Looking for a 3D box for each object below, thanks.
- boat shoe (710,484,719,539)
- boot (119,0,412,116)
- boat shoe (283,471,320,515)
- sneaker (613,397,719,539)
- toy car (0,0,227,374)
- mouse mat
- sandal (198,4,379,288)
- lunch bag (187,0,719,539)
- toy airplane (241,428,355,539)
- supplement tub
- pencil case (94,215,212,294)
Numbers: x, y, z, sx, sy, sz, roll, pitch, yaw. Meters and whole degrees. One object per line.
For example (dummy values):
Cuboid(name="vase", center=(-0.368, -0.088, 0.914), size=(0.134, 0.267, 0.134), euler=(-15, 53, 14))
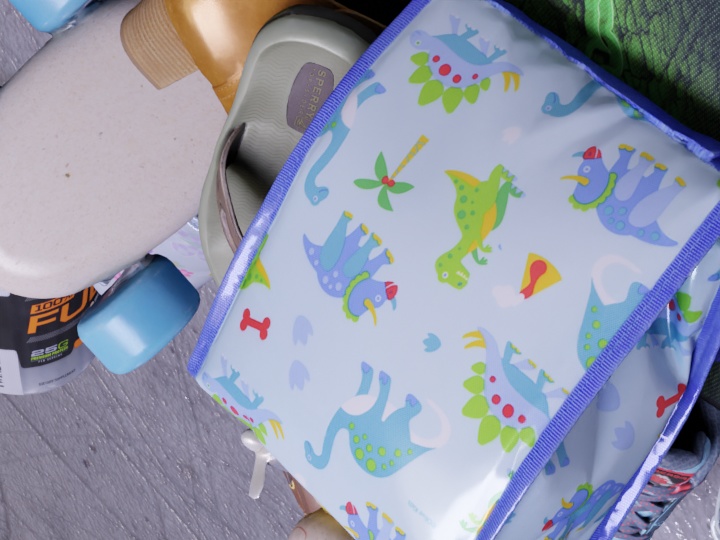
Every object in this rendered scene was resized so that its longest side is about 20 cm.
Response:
Cuboid(name="boat shoe", center=(0.188, 0.098, 0.843), size=(0.070, 0.071, 0.201), euler=(34, 144, 35))
Cuboid(name="boot", center=(-0.005, -0.076, 0.838), size=(0.201, 0.071, 0.144), euler=(41, 147, -22))
Cuboid(name="boat shoe", center=(-0.016, 0.118, 1.187), size=(0.068, 0.072, 0.200), euler=(7, 120, 61))
Cuboid(name="sneaker", center=(0.115, 0.077, 0.835), size=(0.096, 0.079, 0.200), euler=(-118, 36, -66))
Cuboid(name="toy car", center=(-0.136, -0.075, 0.993), size=(0.184, 0.177, 0.200), euler=(47, -178, -12))
Cuboid(name="mouse mat", center=(0.097, -0.049, 0.736), size=(0.161, 0.008, 0.200), euler=(35, 145, 37))
Cuboid(name="sandal", center=(-0.034, -0.031, 0.815), size=(0.080, 0.057, 0.201), euler=(13, 143, 2))
Cuboid(name="lunch bag", center=(0.051, 0.007, 0.732), size=(0.170, 0.127, 0.200), euler=(40, 118, 29))
Cuboid(name="toy airplane", center=(0.019, 0.117, 1.002), size=(0.199, 0.141, 0.200), euler=(36, 174, 9))
Cuboid(name="supplement tub", center=(-0.248, -0.011, 1.346), size=(0.123, 0.123, 0.200), euler=(42, 150, 24))
Cuboid(name="pencil case", center=(-0.113, -0.035, 1.151), size=(0.091, 0.083, 0.200), euler=(33, 155, -10))
